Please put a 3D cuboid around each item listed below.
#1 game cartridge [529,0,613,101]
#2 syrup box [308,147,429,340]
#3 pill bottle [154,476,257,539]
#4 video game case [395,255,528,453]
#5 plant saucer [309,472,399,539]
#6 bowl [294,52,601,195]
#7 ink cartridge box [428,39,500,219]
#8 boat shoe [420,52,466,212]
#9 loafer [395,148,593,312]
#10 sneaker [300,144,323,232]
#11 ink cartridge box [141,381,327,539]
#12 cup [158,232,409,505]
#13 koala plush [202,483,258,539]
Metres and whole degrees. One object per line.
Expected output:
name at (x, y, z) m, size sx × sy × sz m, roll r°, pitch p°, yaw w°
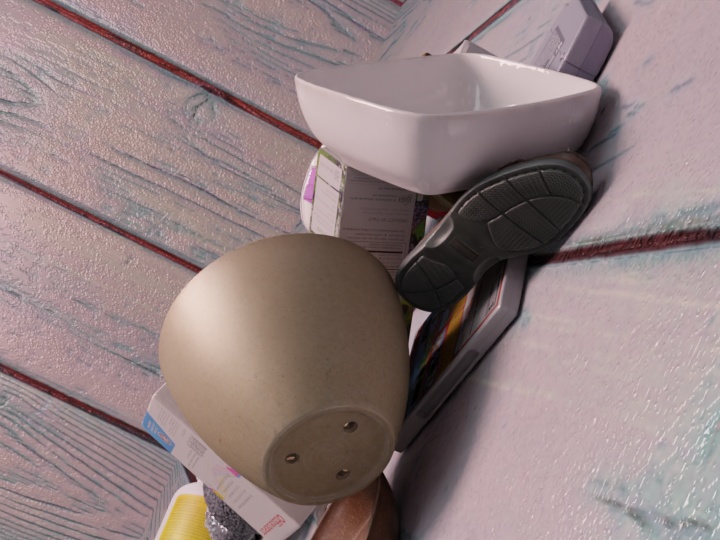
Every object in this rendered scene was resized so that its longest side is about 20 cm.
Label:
game cartridge at (0.156, -0.141, 1.192) m, size 0.200 × 0.040 × 0.133 m, roll -60°, pitch 5°, yaw 21°
syrup box at (0.000, 0.000, 1.167) m, size 0.079 × 0.081 × 0.201 m, roll -138°, pitch 51°, yaw -65°
pill bottle at (-0.185, 0.323, 1.599) m, size 0.112 × 0.112 × 0.200 m, roll -51°, pitch 14°, yaw 56°
video game case at (0.084, 0.044, 1.119) m, size 0.200 × 0.017 × 0.143 m, roll -55°, pitch 11°, yaw 42°
plant saucer at (-0.018, 0.246, 1.053) m, size 0.201 × 0.037 × 0.200 m, roll -60°, pitch 8°, yaw 15°
bowl at (0.068, -0.117, 1.074) m, size 0.200 × 0.199 × 0.075 m, roll 25°, pitch 122°, yaw 53°
ink cartridge box at (0.085, -0.120, 1.399) m, size 0.176 × 0.084 × 0.200 m, roll -66°, pitch 8°, yaw -9°
boat shoe at (0.060, -0.115, 1.235) m, size 0.066 × 0.074 × 0.200 m, roll -36°, pitch 31°, yaw 28°
loafer at (0.100, -0.040, 1.027) m, size 0.200 × 0.072 × 0.063 m, roll -37°, pitch 17°, yaw 41°
sneaker at (-0.009, -0.113, 1.445) m, size 0.114 × 0.073 × 0.201 m, roll -95°, pitch 30°, yaw -70°
ink cartridge box at (-0.084, 0.153, 1.253) m, size 0.125 × 0.200 × 0.129 m, roll -48°, pitch -1°, yaw -23°
cup at (-0.043, 0.093, 1.035) m, size 0.201 × 0.200 × 0.143 m, roll -59°, pitch 33°, yaw 25°
koala plush at (-0.114, 0.191, 1.440) m, size 0.177 × 0.183 × 0.200 m, roll 129°, pitch 154°, yaw -58°
